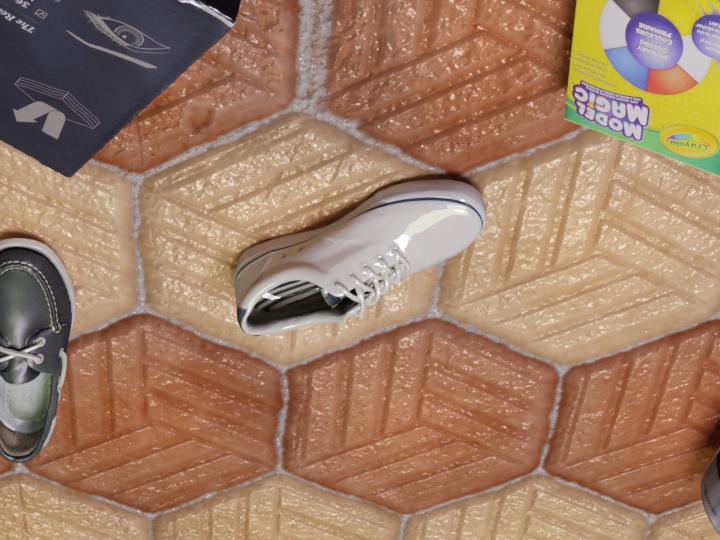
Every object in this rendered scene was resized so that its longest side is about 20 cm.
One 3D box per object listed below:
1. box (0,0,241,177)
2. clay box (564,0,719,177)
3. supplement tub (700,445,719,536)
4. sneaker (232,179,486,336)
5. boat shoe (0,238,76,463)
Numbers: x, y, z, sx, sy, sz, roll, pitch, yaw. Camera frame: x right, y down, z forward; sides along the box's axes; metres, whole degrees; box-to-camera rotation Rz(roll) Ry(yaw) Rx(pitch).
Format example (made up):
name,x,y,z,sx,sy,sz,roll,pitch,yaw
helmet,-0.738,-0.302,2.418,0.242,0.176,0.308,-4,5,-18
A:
name,x,y,z,sx,sy,sz,roll,pitch,yaw
box,-0.187,-0.178,0.785,0.195,0.119,0.199,29,143,-26
clay box,0.189,-0.143,0.877,0.114,0.048,0.202,23,138,24
supplement tub,0.361,0.134,1.129,0.121,0.124,0.201,10,132,-11
sneaker,0.000,0.000,1.024,0.198,0.071,0.073,-22,131,18
boat shoe,-0.254,0.064,1.083,0.074,0.061,0.202,2,134,-3
